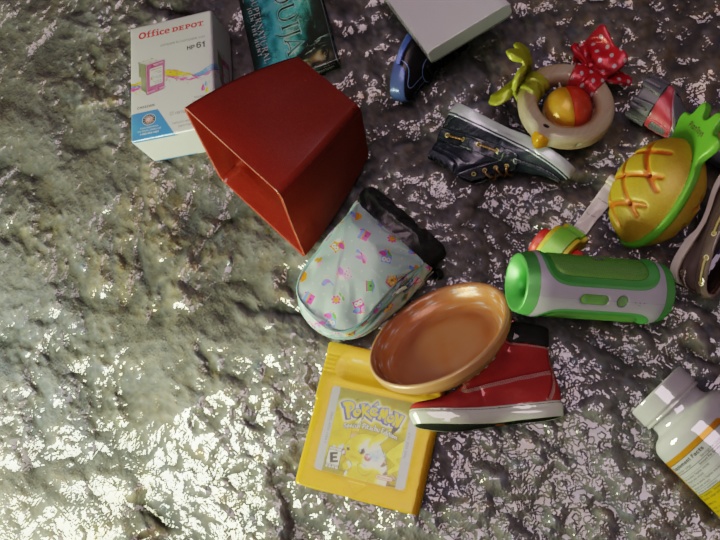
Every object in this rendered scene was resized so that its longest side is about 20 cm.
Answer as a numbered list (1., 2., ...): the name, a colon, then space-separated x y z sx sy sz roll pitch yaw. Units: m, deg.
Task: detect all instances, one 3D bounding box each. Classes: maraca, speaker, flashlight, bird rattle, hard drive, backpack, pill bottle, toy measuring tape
1. maraca: 0.388 -0.118 1.038 0.106 0.137 0.201 22 115 -15
2. speaker: 0.288 0.021 1.028 0.199 0.088 0.089 4 76 -13
3. flashlight: 0.455 -0.185 1.087 0.199 0.068 0.068 34 126 16
4. bird rattle: 0.278 -0.235 1.110 0.199 0.113 0.164 -4 67 -13
5. hard drive: 0.113 -0.400 1.187 0.131 0.027 0.201 -30 55 3
6. backpack: 0.000 0.000 1.122 0.167 0.127 0.200 41 92 16
7. pill bottle: 0.425 0.214 0.967 0.111 0.111 0.200 -43 70 1
8. toy measuring tape: 0.284 -0.053 1.092 0.073 0.074 0.200 38 88 20

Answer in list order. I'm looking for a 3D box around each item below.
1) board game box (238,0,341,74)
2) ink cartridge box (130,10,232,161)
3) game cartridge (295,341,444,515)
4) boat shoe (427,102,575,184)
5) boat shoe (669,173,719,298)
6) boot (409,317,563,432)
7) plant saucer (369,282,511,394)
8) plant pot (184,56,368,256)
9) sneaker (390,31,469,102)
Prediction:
1. board game box: -0.117 -0.391 1.302 0.135 0.028 0.201 -18 73 10
2. ink cartridge box: -0.281 -0.290 1.289 0.144 0.085 0.201 -9 73 12
3. game cartridge: 0.016 0.211 1.114 0.175 0.032 0.201 10 79 16
4. boat shoe: 0.194 -0.152 1.146 0.200 0.071 0.091 31 94 22
5. boat shoe: 0.463 -0.061 1.019 0.201 0.072 0.060 -64 34 13
6. boot: 0.155 0.132 1.072 0.199 0.072 0.145 -7 73 -3
7. plant saucer: 0.107 0.092 1.066 0.199 0.038 0.201 -24 28 13
8. plant pot: -0.098 -0.178 1.166 0.176 0.200 0.200 -43 70 -11
9. sneaker: 0.115 -0.332 1.205 0.078 0.070 0.201 23 82 26
